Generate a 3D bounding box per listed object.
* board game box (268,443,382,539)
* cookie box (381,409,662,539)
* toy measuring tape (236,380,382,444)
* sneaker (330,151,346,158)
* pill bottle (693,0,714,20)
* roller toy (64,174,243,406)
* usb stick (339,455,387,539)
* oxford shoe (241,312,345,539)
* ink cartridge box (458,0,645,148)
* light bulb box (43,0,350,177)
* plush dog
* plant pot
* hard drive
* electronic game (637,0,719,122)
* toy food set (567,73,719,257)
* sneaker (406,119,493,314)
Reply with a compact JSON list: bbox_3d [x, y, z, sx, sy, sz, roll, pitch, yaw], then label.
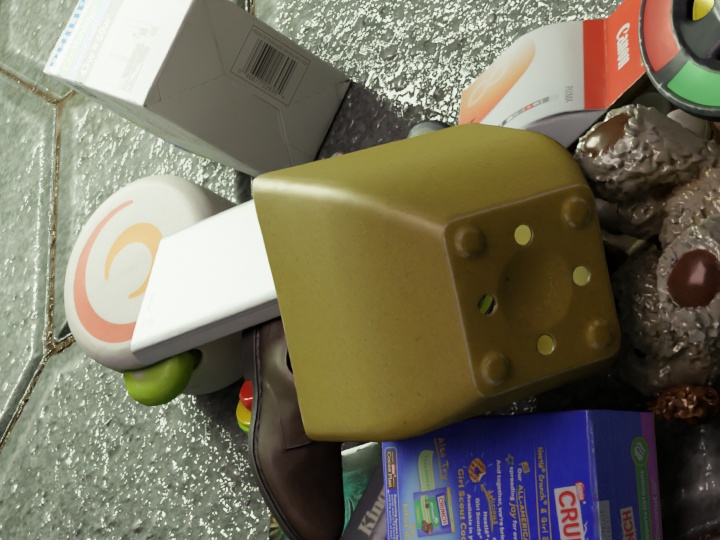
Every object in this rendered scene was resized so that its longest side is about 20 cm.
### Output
[{"bbox_3d":[0.001,0.206,1.398,0.200,0.028,0.136,-22,55,40],"label":"board game box"},{"bbox_3d":[0.110,0.185,1.213,0.200,0.075,0.172,-9,82,47],"label":"cookie box"},{"bbox_3d":[-0.051,0.126,1.457,0.200,0.073,0.074,22,87,56],"label":"toy measuring tape"},{"bbox_3d":[0.000,0.000,1.462,0.079,0.095,0.201,142,131,-63],"label":"sneaker"},{"bbox_3d":[0.287,-0.193,1.233,0.104,0.104,0.200,-55,40,11],"label":"pill bottle"},{"bbox_3d":[-0.162,0.014,1.599,0.182,0.140,0.200,37,96,40],"label":"roller toy"},{"bbox_3d":[0.022,0.180,1.340,0.055,0.033,0.200,28,90,51],"label":"usb stick"},{"bbox_3d":[-0.042,0.120,1.361,0.084,0.072,0.201,-21,78,50],"label":"oxford shoe"},{"bbox_3d":[0.152,-0.151,1.352,0.200,0.050,0.162,-47,17,29],"label":"ink cartridge box"},{"bbox_3d":[-0.155,-0.184,1.652,0.200,0.198,0.125,23,86,50],"label":"light bulb box"},{"bbox_3d":[0.222,0.008,1.193,0.172,0.160,0.200,-62,37,35],"label":"plush dog"},{"bbox_3d":[0.069,0.008,1.188,0.200,0.194,0.196,2,106,64],"label":"plant pot"},{"bbox_3d":[-0.091,-0.006,1.416,0.200,0.026,0.132,-20,40,30],"label":"hard drive"},{"bbox_3d":[0.265,-0.188,1.139,0.200,0.042,0.201,-25,52,36],"label":"electronic game"},{"bbox_3d":[0.195,-0.086,1.314,0.200,0.060,0.144,-44,43,23],"label":"toy food set"},{"bbox_3d":[0.060,-0.046,1.427,0.074,0.081,0.201,-33,48,32],"label":"sneaker"}]
